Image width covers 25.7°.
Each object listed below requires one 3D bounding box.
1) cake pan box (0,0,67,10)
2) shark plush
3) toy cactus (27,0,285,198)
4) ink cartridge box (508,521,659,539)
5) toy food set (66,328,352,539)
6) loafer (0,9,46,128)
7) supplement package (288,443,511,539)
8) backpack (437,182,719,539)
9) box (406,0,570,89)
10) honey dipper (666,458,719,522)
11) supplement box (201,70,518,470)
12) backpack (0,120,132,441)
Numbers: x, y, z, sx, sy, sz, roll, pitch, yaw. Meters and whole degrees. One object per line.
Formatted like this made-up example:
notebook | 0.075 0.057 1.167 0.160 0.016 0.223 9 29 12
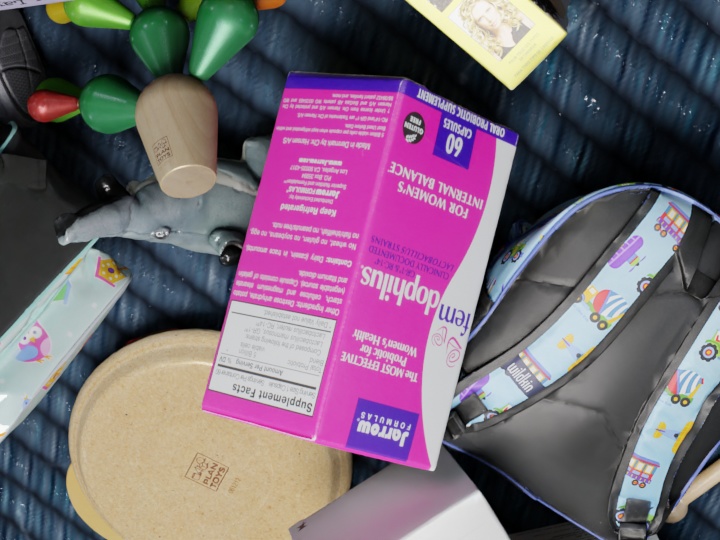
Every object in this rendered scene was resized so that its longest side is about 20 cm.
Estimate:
cake pan box | -0.215 -0.229 0.832 0.199 0.052 0.185 -9 86 1
shark plush | -0.083 -0.035 0.914 0.091 0.200 0.083 -53 56 18
toy cactus | -0.110 -0.121 0.877 0.200 0.165 0.102 -25 148 17
ink cartridge box | 0.126 0.255 1.037 0.200 0.044 0.174 -19 103 32
toy food set | -0.098 0.124 1.062 0.197 0.049 0.200 12 118 1
loafer | -0.248 -0.170 0.918 0.063 0.072 0.200 -9 114 21
supplement package | 0.059 0.218 0.926 0.114 0.110 0.200 -33 105 -3
backpack | 0.147 0.037 0.936 0.182 0.135 0.200 32 107 -10
box | 0.027 -0.190 0.870 0.200 0.075 0.050 37 118 -13
honey dipper | 0.266 0.103 1.014 0.038 0.038 0.200 39 119 -13
supplement box | 0.000 0.000 0.886 0.101 0.103 0.200 19 84 -43
backpack | -0.247 0.018 0.944 0.200 0.176 0.153 -6 133 52
